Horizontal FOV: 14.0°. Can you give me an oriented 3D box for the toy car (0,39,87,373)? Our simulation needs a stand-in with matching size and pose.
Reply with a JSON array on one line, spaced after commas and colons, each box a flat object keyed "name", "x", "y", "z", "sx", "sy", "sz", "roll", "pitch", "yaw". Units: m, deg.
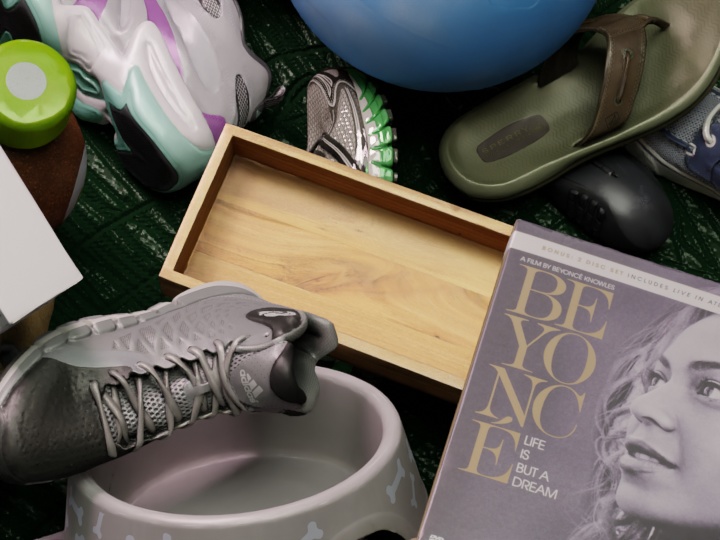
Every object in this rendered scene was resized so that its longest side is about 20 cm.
[{"name": "toy car", "x": -0.197, "y": 0.007, "z": 1.590, "sx": 0.158, "sy": 0.164, "sz": 0.200, "roll": -22, "pitch": 76, "yaw": -21}]

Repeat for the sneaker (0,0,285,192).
[{"name": "sneaker", "x": -0.130, "y": -0.152, "z": 1.742, "sx": 0.200, "sy": 0.078, "sz": 0.140, "roll": 47, "pitch": 61, "yaw": 6}]

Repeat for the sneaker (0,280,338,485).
[{"name": "sneaker", "x": -0.091, "y": 0.056, "z": 1.495, "sx": 0.115, "sy": 0.075, "sz": 0.200, "roll": 6, "pitch": 26, "yaw": 44}]

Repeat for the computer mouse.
[{"name": "computer mouse", "x": 0.111, "y": -0.085, "z": 1.763, "sx": 0.200, "sy": 0.034, "sz": 0.059, "roll": 41, "pitch": 63, "yaw": 15}]

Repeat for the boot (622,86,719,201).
[{"name": "boot", "x": 0.237, "y": -0.080, "z": 1.749, "sx": 0.200, "sy": 0.090, "sz": 0.073, "roll": 34, "pitch": 60, "yaw": 10}]

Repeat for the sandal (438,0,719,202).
[{"name": "sandal", "x": 0.136, "y": -0.110, "z": 1.726, "sx": 0.201, "sy": 0.057, "sz": 0.080, "roll": -34, "pitch": 61, "yaw": -9}]

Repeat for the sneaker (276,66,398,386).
[{"name": "sneaker", "x": -0.023, "y": -0.032, "z": 1.683, "sx": 0.085, "sy": 0.078, "sz": 0.200, "roll": 5, "pitch": 60, "yaw": -6}]

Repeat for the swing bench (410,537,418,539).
[{"name": "swing bench", "x": 0.121, "y": 0.191, "z": 1.508, "sx": 0.200, "sy": 0.199, "sz": 0.130, "roll": 31, "pitch": 60, "yaw": 9}]

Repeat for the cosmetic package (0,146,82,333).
[{"name": "cosmetic package", "x": -0.219, "y": -0.062, "z": 1.477, "sx": 0.051, "sy": 0.083, "sz": 0.200, "roll": -33, "pitch": 92, "yaw": -20}]

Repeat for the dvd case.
[{"name": "dvd case", "x": 0.122, "y": 0.077, "z": 1.450, "sx": 0.148, "sy": 0.016, "sz": 0.200, "roll": 18, "pitch": 57, "yaw": 2}]

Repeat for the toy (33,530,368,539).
[{"name": "toy", "x": -0.105, "y": 0.170, "z": 1.558, "sx": 0.200, "sy": 0.047, "sz": 0.115, "roll": -22, "pitch": 32, "yaw": -27}]

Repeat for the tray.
[{"name": "tray", "x": 0.000, "y": 0.000, "z": 1.621, "sx": 0.200, "sy": 0.037, "sz": 0.099, "roll": 20, "pitch": 72, "yaw": 8}]

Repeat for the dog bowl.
[{"name": "dog bowl", "x": -0.063, "y": 0.112, "z": 1.541, "sx": 0.200, "sy": 0.059, "sz": 0.200, "roll": -4, "pitch": 26, "yaw": 2}]

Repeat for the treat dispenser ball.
[{"name": "treat dispenser ball", "x": 0.048, "y": -0.203, "z": 1.689, "sx": 0.200, "sy": 0.201, "sz": 0.201, "roll": 4, "pitch": 59, "yaw": -7}]
